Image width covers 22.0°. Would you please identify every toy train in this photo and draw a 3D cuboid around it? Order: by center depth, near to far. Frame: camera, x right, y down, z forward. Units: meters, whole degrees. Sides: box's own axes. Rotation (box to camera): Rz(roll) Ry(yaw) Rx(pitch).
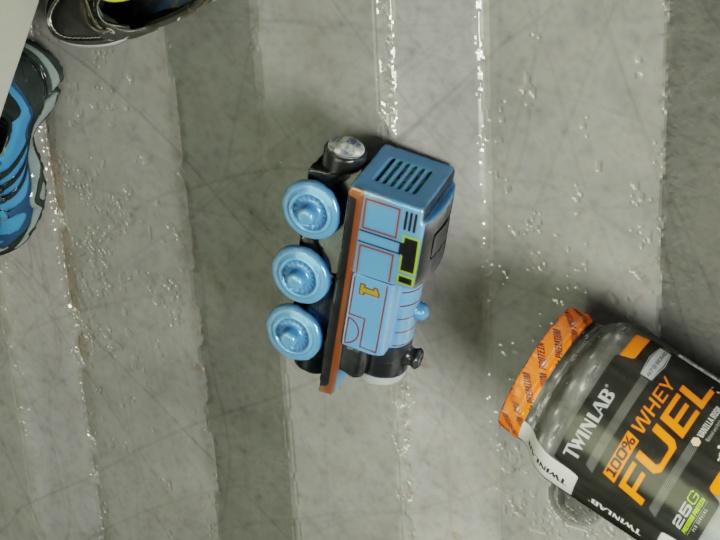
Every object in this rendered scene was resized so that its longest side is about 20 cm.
[{"bbox_3d":[0.000,0.000,1.335,0.113,0.087,0.201,20,125,16],"label":"toy train"}]

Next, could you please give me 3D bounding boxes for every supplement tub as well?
[{"bbox_3d":[0.199,0.117,1.240,0.199,0.122,0.123,32,129,14],"label":"supplement tub"}]

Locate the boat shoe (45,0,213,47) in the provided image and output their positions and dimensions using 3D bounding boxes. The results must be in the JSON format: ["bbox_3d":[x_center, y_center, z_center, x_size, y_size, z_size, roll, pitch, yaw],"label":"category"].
[{"bbox_3d":[-0.167,-0.199,1.344,0.199,0.066,0.070,-7,111,36],"label":"boat shoe"}]

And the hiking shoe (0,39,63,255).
[{"bbox_3d":[-0.298,-0.090,1.479,0.074,0.087,0.201,28,127,18],"label":"hiking shoe"}]

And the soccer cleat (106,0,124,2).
[{"bbox_3d":[-0.193,-0.224,1.304,0.200,0.064,0.084,48,139,48],"label":"soccer cleat"}]

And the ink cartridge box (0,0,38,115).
[{"bbox_3d":[-0.339,-0.161,1.387,0.087,0.146,0.199,32,145,-34],"label":"ink cartridge box"}]
